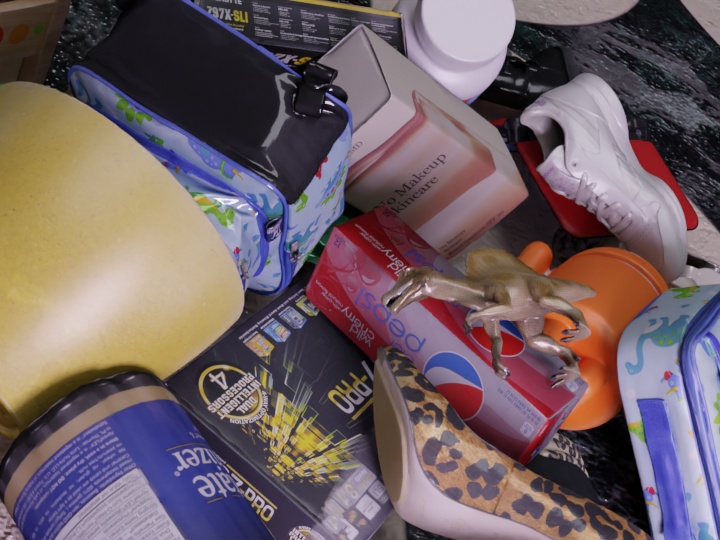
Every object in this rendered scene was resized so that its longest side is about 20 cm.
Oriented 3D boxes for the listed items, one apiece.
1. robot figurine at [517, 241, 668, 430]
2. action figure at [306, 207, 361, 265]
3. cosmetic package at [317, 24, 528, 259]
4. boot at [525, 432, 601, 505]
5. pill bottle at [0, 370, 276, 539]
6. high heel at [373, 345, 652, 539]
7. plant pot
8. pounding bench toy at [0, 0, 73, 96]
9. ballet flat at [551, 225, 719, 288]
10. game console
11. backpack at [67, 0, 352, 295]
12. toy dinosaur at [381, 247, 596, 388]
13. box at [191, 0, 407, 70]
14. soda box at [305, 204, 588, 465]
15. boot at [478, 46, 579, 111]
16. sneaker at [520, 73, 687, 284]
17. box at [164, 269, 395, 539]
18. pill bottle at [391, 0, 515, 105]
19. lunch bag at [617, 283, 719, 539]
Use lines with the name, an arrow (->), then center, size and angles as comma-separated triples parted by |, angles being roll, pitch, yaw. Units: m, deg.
robot figurine -> 0.183, 0.050, 0.993 | 0.142, 0.118, 0.200 | 13, 27, 29
action figure -> 0.000, 0.000, 0.965 | 0.199, 0.055, 0.118 | 39, 35, 14
cosmetic package -> 0.038, -0.098, 1.010 | 0.199, 0.103, 0.088 | 27, 33, -45
boot -> 0.097, 0.181, 0.827 | 0.201, 0.074, 0.155 | 6, 37, -26
pill bottle -> -0.101, 0.162, 0.660 | 0.111, 0.112, 0.200 | -17, 59, -46
high heel -> 0.090, 0.123, 0.771 | 0.141, 0.072, 0.202 | -7, 52, -19
plant pot -> -0.189, 0.013, 0.724 | 0.199, 0.200, 0.142 | 37, 64, 5
pounding bench toy -> -0.290, -0.159, 0.869 | 0.200, 0.125, 0.155 | 44, 38, 15
ballet flat -> 0.276, -0.003, 1.152 | 0.198, 0.072, 0.073 | 21, 38, -17
game console -> 0.198, -0.086, 1.188 | 0.198, 0.171, 0.121 | -4, 89, -40
backpack -> -0.107, -0.063, 0.829 | 0.182, 0.200, 0.148 | 30, 71, 12
toy dinosaur -> 0.114, 0.021, 0.814 | 0.198, 0.059, 0.102 | 1, 42, -34
box -> -0.086, -0.180, 1.019 | 0.198, 0.159, 0.050 | 0, 79, -35
soda box -> 0.056, 0.047, 0.853 | 0.200, 0.070, 0.063 | 42, 38, 18
boot -> 0.128, -0.219, 1.307 | 0.197, 0.066, 0.165 | 12, 20, -7
sneaker -> 0.208, -0.070, 1.069 | 0.099, 0.075, 0.202 | -21, 74, -24
box -> -0.028, 0.099, 0.838 | 0.161, 0.049, 0.200 | 42, 36, 9
pill bottle -> 0.066, -0.192, 1.095 | 0.107, 0.200, 0.110 | 2, 80, -12
lunch bag -> 0.261, 0.121, 0.926 | 0.160, 0.082, 0.203 | -27, 106, -51
